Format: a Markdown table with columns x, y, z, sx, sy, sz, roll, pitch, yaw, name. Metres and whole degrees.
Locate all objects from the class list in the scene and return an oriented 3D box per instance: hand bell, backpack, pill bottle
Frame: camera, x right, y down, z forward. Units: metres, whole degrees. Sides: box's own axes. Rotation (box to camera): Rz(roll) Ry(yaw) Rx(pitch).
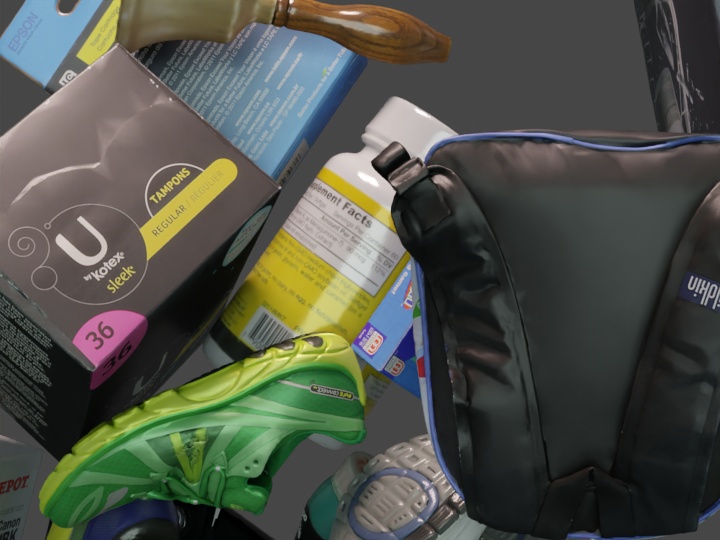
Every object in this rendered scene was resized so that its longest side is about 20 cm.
| x | y | z | sx | sy | sz | roll | pitch | yaw | name |
| --- | --- | --- | --- | --- | --- | --- | --- | --- | --- |
| -0.041 | -0.157 | 0.717 | 0.198 | 0.104 | 0.105 | 12 | 89 | -11 | hand bell |
| 0.111 | 0.031 | 0.582 | 0.198 | 0.154 | 0.193 | 3 | 91 | 16 | backpack |
| 0.000 | 0.000 | 0.744 | 0.114 | 0.114 | 0.201 | 36 | 90 | 4 | pill bottle |

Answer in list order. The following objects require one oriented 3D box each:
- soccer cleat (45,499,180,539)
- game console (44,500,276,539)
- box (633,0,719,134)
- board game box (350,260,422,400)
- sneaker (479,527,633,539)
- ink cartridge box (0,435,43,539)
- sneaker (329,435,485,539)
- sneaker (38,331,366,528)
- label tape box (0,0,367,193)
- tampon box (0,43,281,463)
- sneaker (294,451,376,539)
| x | y | z | sx | sy | sz | roll | pitch | yaw | name |
| --- | --- | --- | --- | --- | --- | --- | --- | --- | --- |
| -0.184 | 0.198 | 0.738 | 0.200 | 0.064 | 0.084 | -46 | 45 | 18 | soccer cleat |
| -0.141 | 0.243 | 0.743 | 0.174 | 0.116 | 0.202 | 14 | 88 | 3 | game console |
| 0.244 | -0.123 | 0.690 | 0.123 | 0.200 | 0.199 | -12 | 87 | 4 | box |
| 0.114 | 0.038 | 0.720 | 0.199 | 0.045 | 0.153 | 34 | 90 | -31 | board game box |
| 0.122 | 0.168 | 0.751 | 0.200 | 0.087 | 0.075 | 39 | 99 | -15 | sneaker |
| -0.286 | 0.200 | 0.735 | 0.083 | 0.144 | 0.202 | 14 | 89 | 11 | ink cartridge box |
| 0.017 | 0.176 | 0.668 | 0.200 | 0.075 | 0.087 | -48 | 126 | 1 | sneaker |
| -0.087 | 0.103 | 0.655 | 0.198 | 0.074 | 0.084 | -24 | 86 | 5 | sneaker |
| -0.115 | -0.140 | 0.779 | 0.199 | 0.063 | 0.145 | 35 | 89 | 3 | label tape box |
| -0.155 | 0.002 | 0.689 | 0.126 | 0.200 | 0.150 | 41 | 62 | 3 | tampon box |
| 0.045 | 0.208 | 0.763 | 0.200 | 0.071 | 0.080 | 42 | 108 | 0 | sneaker |
